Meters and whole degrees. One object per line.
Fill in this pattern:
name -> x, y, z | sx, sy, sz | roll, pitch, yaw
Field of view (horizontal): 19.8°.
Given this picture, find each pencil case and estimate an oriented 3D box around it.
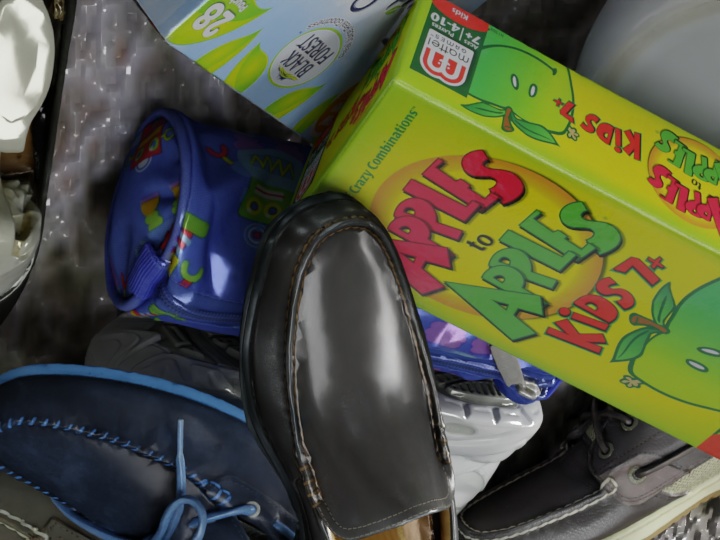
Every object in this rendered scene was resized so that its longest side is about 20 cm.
pencil case -> 0.000, 0.000, 0.808 | 0.199, 0.087, 0.078 | 15, 133, -21

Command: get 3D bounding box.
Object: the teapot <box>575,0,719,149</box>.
teapot -> 0.182, -0.074, 0.803 | 0.200, 0.146, 0.198 | -29, 109, 39

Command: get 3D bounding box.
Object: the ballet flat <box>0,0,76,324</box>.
ballet flat -> -0.141, -0.045, 0.749 | 0.068, 0.068, 0.201 | 2, 117, -21

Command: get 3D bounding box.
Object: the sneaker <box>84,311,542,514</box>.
sneaker -> -0.025, 0.073, 0.853 | 0.199, 0.078, 0.100 | 13, 118, -23

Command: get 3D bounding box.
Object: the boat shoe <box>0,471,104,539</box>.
boat shoe -> -0.105, 0.137, 0.821 | 0.201, 0.060, 0.072 | 29, 125, 2

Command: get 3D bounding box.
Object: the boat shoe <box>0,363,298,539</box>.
boat shoe -> -0.052, 0.096, 0.783 | 0.199, 0.069, 0.084 | 21, 144, -16

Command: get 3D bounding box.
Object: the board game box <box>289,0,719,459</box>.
board game box -> 0.083, -0.010, 0.739 | 0.199, 0.048, 0.102 | 27, 141, -10

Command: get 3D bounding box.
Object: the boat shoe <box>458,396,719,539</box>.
boat shoe -> 0.127, 0.074, 0.914 | 0.199, 0.073, 0.065 | -23, 112, -10

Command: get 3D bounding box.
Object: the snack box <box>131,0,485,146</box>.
snack box -> 0.007, -0.131, 0.685 | 0.169, 0.068, 0.200 | -40, 167, 5

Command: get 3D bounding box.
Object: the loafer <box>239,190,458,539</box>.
loafer -> 0.007, 0.071, 0.726 | 0.073, 0.072, 0.201 | -21, 116, -23
